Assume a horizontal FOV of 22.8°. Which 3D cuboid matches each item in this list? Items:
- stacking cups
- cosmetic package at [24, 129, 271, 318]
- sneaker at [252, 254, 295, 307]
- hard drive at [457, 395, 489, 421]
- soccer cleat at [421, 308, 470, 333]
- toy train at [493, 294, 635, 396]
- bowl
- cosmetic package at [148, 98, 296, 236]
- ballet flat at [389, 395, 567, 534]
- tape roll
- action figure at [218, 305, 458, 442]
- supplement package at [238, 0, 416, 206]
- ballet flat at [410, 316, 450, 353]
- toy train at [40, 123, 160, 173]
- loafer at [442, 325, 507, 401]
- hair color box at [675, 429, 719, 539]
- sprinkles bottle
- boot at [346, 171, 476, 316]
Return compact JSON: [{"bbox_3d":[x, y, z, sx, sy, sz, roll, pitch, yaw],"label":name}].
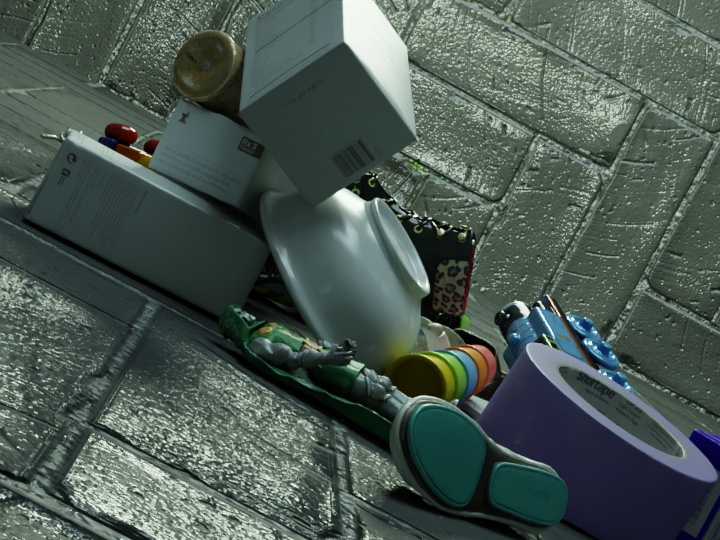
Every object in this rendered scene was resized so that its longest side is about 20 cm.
[{"bbox_3d":[0.074,0.097,1.600,0.060,0.061,0.200,29,10,14],"label":"stacking cups"},{"bbox_3d":[-0.181,-0.039,1.543,0.199,0.082,0.113,29,4,-9],"label":"cosmetic package"},{"bbox_3d":[-0.103,-0.003,1.797,0.199,0.076,0.076,25,-24,-16],"label":"sneaker"},{"bbox_3d":[0.162,0.165,1.706,0.199,0.027,0.132,25,6,-42],"label":"hard drive"},{"bbox_3d":[0.076,0.043,1.866,0.080,0.068,0.200,9,-23,4],"label":"soccer cleat"},{"bbox_3d":[0.200,0.096,1.810,0.114,0.087,0.200,25,21,-25],"label":"toy train"},{"bbox_3d":[0.000,0.000,1.566,0.202,0.090,0.201,58,12,-20],"label":"bowl"},{"bbox_3d":[-0.110,-0.082,1.651,0.101,0.075,0.200,25,-4,19],"label":"cosmetic package"},{"bbox_3d":[0.069,0.141,1.267,0.199,0.070,0.069,30,2,-44],"label":"ballet flat"},{"bbox_3d":[0.203,0.154,1.545,0.199,0.085,0.200,31,12,-7],"label":"tape roll"},{"bbox_3d":[-0.022,0.080,1.397,0.198,0.055,0.118,25,7,4],"label":"action figure"},{"bbox_3d":[-0.028,-0.168,1.556,0.110,0.113,0.201,51,18,-25],"label":"supplement package"},{"bbox_3d":[0.044,0.068,1.722,0.074,0.069,0.200,-10,12,-12],"label":"ballet flat"},{"bbox_3d":[-0.214,-0.099,1.770,0.115,0.086,0.200,9,-6,28],"label":"toy train"},{"bbox_3d":[0.118,0.103,1.848,0.076,0.068,0.200,31,5,27],"label":"loafer"},{"bbox_3d":[0.344,0.221,1.674,0.065,0.110,0.200,31,6,31],"label":"hair color box"},{"bbox_3d":[-0.095,-0.154,1.656,0.068,0.069,0.200,31,-1,32],"label":"sprinkles bottle"},{"bbox_3d":[0.037,-0.057,1.690,0.152,0.206,0.073,8,17,11],"label":"boot"}]
